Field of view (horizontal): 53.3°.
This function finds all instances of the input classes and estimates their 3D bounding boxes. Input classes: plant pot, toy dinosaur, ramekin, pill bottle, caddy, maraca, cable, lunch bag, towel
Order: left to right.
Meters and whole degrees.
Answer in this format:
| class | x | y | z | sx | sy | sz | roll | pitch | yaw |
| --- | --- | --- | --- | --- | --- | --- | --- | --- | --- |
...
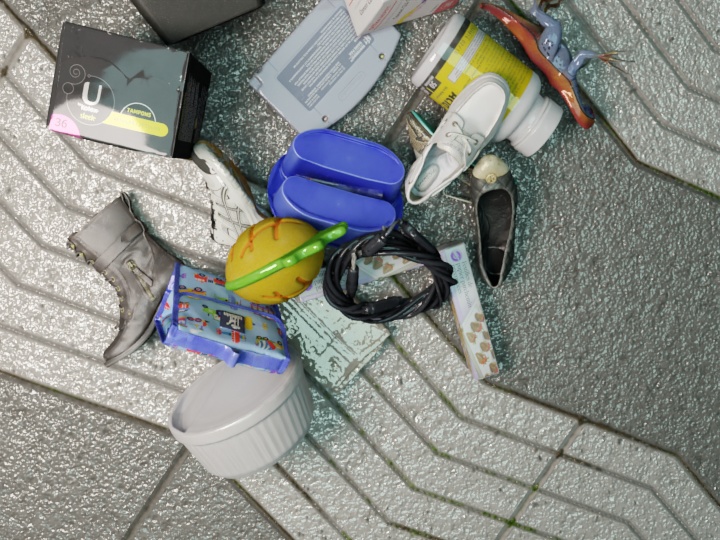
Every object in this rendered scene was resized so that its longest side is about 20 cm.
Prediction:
| class | x | y | z | sx | sy | sz | roll | pitch | yaw |
| --- | --- | --- | --- | --- | --- | --- | --- | --- | --- |
| plant pot | -0.218 | -0.397 | 0.910 | 0.197 | 0.200 | 0.179 | -23 | 112 | -2 |
| lunch bag | -0.177 | 0.079 | 0.915 | 0.149 | 0.200 | 0.095 | 19 | 100 | -21 |
| ramekin | -0.155 | 0.195 | 0.988 | 0.200 | 0.203 | 0.095 | -26 | 111 | -1 |
| maraca | -0.097 | -0.017 | 0.913 | 0.137 | 0.199 | 0.108 | -41 | 105 | -42 |
| towel | -0.062 | 0.072 | 1.055 | 0.133 | 0.034 | 0.200 | -45 | 98 | 1 |
| caddy | -0.031 | -0.108 | 1.000 | 0.197 | 0.105 | 0.144 | 15 | 74 | -7 |
| cable | 0.044 | 0.020 | 0.985 | 0.162 | 0.051 | 0.200 | -37 | 136 | 15 |
| pill bottle | 0.178 | -0.249 | 0.992 | 0.199 | 0.111 | 0.112 | 34 | 94 | -8 |
| toy dinosaur | 0.272 | -0.287 | 1.008 | 0.197 | 0.105 | 0.185 | -5 | 94 | 10 |

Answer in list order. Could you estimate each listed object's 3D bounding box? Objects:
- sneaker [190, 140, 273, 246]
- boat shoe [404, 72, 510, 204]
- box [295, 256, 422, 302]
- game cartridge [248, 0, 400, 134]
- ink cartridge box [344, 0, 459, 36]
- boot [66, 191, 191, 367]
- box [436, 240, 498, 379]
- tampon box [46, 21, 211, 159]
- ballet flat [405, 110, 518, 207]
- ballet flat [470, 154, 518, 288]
| class | x | y | z | sx | sy | sz | roll | pitch | yaw |
| --- | --- | --- | --- | --- | --- | --- | --- | --- | --- |
| sneaker | -0.181 | -0.080 | 0.985 | 0.087 | 0.076 | 0.201 | -30 | 117 | 7 |
| boat shoe | 0.127 | -0.164 | 0.945 | 0.070 | 0.069 | 0.201 | 33 | 116 | -4 |
| box | 0.000 | 0.000 | 1.025 | 0.197 | 0.041 | 0.039 | -17 | 90 | -16 |
| game cartridge | -0.044 | -0.289 | 1.008 | 0.133 | 0.041 | 0.200 | 43 | 92 | -5 |
| ink cartridge box | 0.051 | -0.371 | 0.937 | 0.198 | 0.116 | 0.068 | -22 | 92 | -17 |
| boot | -0.343 | 0.013 | 1.011 | 0.174 | 0.069 | 0.201 | 41 | 82 | -8 |
| box | 0.158 | 0.059 | 1.060 | 0.038 | 0.041 | 0.203 | -17 | 99 | -2 |
| tampon box | -0.284 | -0.217 | 0.914 | 0.147 | 0.200 | 0.128 | 11 | 97 | -6 |
| ballet flat | 0.132 | -0.145 | 1.031 | 0.198 | 0.068 | 0.076 | 32 | 110 | -10 |
| ballet flat | 0.192 | -0.068 | 1.011 | 0.065 | 0.057 | 0.202 | -6 | 122 | 10 |
